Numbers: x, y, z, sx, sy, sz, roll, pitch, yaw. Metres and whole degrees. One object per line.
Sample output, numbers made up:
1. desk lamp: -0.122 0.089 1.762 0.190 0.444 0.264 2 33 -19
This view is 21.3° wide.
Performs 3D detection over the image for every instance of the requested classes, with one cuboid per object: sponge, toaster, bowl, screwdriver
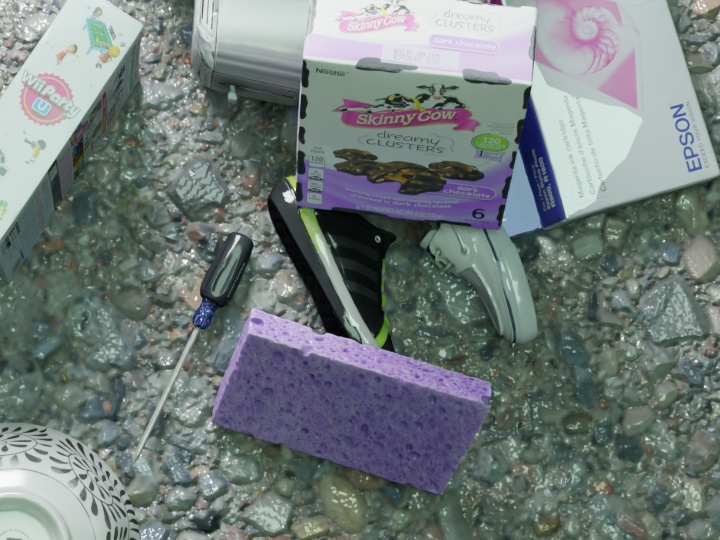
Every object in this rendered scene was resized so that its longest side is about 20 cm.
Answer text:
1. sponge: -0.008 0.105 1.492 0.198 0.112 0.030 17 41 -8
2. toaster: -0.068 -0.227 1.526 0.128 0.114 0.203 4 83 -7
3. bowl: -0.263 0.212 1.436 0.198 0.094 0.203 1 81 -9
4. screwdriver: -0.135 0.060 1.511 0.028 0.029 0.202 26 73 -5

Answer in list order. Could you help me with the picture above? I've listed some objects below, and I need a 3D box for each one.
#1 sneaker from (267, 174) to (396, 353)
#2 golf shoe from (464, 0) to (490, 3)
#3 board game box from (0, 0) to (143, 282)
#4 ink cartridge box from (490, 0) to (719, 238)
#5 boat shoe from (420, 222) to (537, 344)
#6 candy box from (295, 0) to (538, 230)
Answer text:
1. sneaker: 0.000 0.000 1.525 0.082 0.072 0.202 -26 87 -14
2. golf shoe: 0.074 -0.228 1.497 0.091 0.076 0.201 21 68 25
3. board game box: -0.243 -0.101 1.459 0.064 0.148 0.201 32 77 -1
4. ink cartridge box: 0.180 -0.144 1.594 0.198 0.043 0.198 -16 85 -13
5. boat shoe: 0.080 -0.026 1.549 0.066 0.074 0.202 -19 73 -7
6. candy box: 0.037 -0.119 1.431 0.166 0.201 0.072 7 60 1
